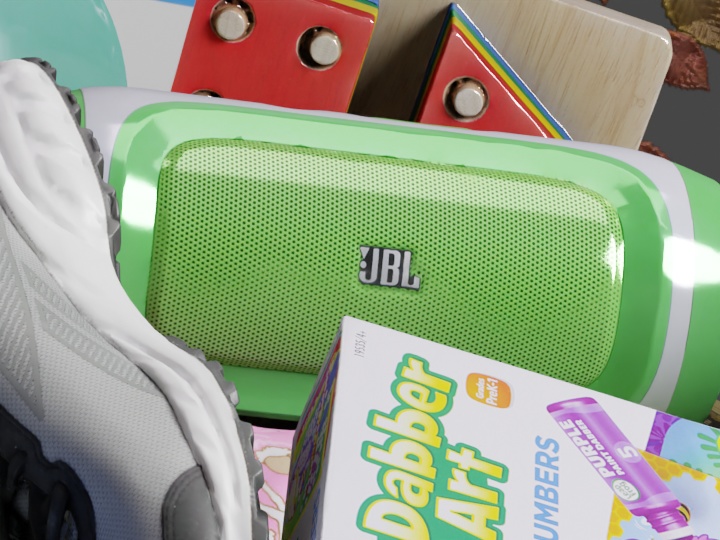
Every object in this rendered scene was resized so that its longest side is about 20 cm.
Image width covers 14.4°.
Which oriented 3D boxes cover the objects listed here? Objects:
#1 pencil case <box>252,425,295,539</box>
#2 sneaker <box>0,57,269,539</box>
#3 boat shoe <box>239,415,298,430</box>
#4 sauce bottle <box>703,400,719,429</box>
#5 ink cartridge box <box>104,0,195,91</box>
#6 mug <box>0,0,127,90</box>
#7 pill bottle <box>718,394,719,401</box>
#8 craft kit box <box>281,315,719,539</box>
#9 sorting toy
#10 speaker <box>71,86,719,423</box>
[{"bbox_3d":[-0.092,0.056,0.718,0.199,0.083,0.087,17,0,-12],"label":"pencil case"},{"bbox_3d":[-0.078,0.034,0.642,0.079,0.074,0.200,-12,46,-25],"label":"sneaker"},{"bbox_3d":[-0.072,0.050,0.872,0.200,0.074,0.063,16,-1,-43],"label":"boat shoe"},{"bbox_3d":[0.079,0.059,0.910,0.199,0.066,0.066,29,11,27],"label":"sauce bottle"},{"bbox_3d":[-0.148,-0.064,1.004,0.145,0.201,0.084,24,11,37],"label":"ink cartridge box"},{"bbox_3d":[-0.162,-0.049,0.881,0.184,0.153,0.114,1,-5,25],"label":"mug"},{"bbox_3d":[0.129,0.049,1.180,0.111,0.113,0.200,16,5,-22],"label":"pill bottle"},{"bbox_3d":[0.076,0.108,0.581,0.196,0.049,0.201,15,34,-7],"label":"craft kit box"},{"bbox_3d":[-0.002,-0.024,1.107,0.197,0.201,0.070,18,18,-4],"label":"sorting toy"},{"bbox_3d":[0.000,0.000,0.790,0.198,0.089,0.088,6,10,-12],"label":"speaker"}]
